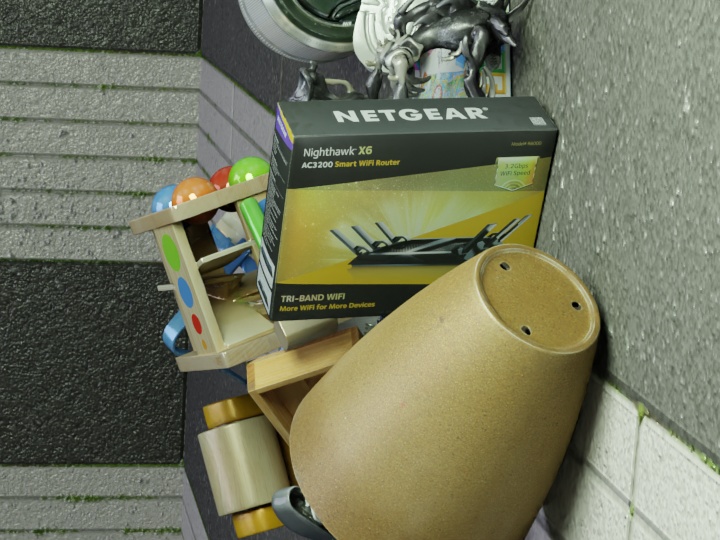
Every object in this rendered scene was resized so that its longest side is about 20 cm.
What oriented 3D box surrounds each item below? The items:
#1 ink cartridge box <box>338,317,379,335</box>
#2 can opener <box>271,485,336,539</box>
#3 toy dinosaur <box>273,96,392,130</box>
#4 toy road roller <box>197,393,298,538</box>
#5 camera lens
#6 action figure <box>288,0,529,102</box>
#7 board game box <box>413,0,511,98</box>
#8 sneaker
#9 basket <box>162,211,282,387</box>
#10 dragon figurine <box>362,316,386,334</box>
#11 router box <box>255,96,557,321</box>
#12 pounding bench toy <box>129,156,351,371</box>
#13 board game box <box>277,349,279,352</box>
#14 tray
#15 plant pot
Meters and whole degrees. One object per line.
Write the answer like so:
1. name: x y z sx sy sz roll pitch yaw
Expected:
1. ink cartridge box: 0.000 0.000 1.694 0.059 0.103 0.201 -104 8 -54
2. can opener: 0.007 0.198 1.526 0.067 0.200 0.054 -16 62 31
3. toy dinosaur: -0.009 -0.115 1.757 0.200 0.135 0.102 -105 21 -55
4. toy road roller: -0.033 0.158 1.732 0.146 0.200 0.123 -22 81 45
5. camera lens: -0.034 -0.285 1.838 0.200 0.159 0.161 -172 84 -78
6. action figure: 0.048 -0.146 1.431 0.119 0.200 0.102 49 165 46
7. board game box: 0.081 -0.149 1.568 0.200 0.034 0.135 140 130 -75
8. sneaker: 0.043 -0.263 1.609 0.081 0.076 0.201 -40 -27 -85
9. basket: -0.083 0.016 1.812 0.200 0.176 0.139 -49 59 8
10. dragon figurine: 0.034 -0.017 1.562 0.059 0.099 0.201 -120 15 -66
11. router box: 0.031 -0.045 1.383 0.052 0.199 0.158 -116 28 -52
12. pounding bench toy: -0.090 -0.013 1.574 0.200 0.124 0.157 -10 100 66
13. board game box: -0.038 0.010 1.990 0.023 0.105 0.201 25 121 36
14. tray: -0.009 0.130 1.595 0.200 0.098 0.037 57 -161 -46
15. plant pot: 0.076 0.082 1.285 0.200 0.186 0.187 123 150 -41
